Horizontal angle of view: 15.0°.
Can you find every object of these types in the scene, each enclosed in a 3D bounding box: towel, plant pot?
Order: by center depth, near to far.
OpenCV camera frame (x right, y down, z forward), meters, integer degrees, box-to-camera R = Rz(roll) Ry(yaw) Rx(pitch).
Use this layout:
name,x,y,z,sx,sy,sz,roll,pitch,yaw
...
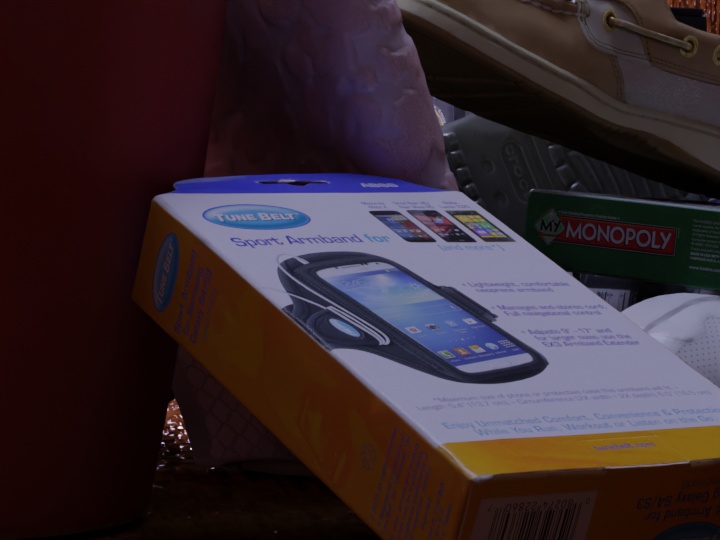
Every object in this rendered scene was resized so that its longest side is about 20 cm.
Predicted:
name,x,y,z,sx,sy,sz,roll,pitch,yaw
plant pot,-0.139,-0.008,0.883,0.199,0.178,0.200,0,1,0
towel,-0.029,-0.017,0.970,0.032,0.201,0.191,-27,15,-35

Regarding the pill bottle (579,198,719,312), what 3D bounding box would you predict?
name,x,y,z,sx,sy,sz,roll,pitch,yaw
pill bottle,0.155,0.019,1.160,0.106,0.107,0.200,-1,2,-14

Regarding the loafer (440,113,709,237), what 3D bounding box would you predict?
name,x,y,z,sx,sy,sz,roll,pitch,yaw
loafer,0.059,-0.035,1.086,0.199,0.076,0.070,-13,-5,-38

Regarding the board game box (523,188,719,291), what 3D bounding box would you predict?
name,x,y,z,sx,sy,sz,roll,pitch,yaw
board game box,0.174,-0.002,0.940,0.199,0.029,0.134,8,4,37

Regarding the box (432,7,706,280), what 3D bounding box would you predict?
name,x,y,z,sx,sy,sz,roll,pitch,yaw
box,0.102,-0.033,1.374,0.161,0.201,0.049,-1,0,-30

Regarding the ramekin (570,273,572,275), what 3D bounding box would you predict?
name,x,y,z,sx,sy,sz,roll,pitch,yaw
ramekin,0.000,0.000,1.232,0.200,0.098,0.200,-19,3,1

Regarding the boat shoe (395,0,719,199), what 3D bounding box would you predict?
name,x,y,z,sx,sy,sz,roll,pitch,yaw
boat shoe,0.080,-0.081,0.979,0.200,0.067,0.074,20,-8,-39

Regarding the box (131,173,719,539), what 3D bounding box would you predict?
name,x,y,z,sx,sy,sz,roll,pitch,yaw
box,0.021,0.025,0.804,0.119,0.042,0.200,-1,25,-35

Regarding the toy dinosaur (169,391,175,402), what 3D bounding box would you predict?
name,x,y,z,sx,sy,sz,roll,pitch,yaw
toy dinosaur,-0.122,0.040,1.065,0.088,0.048,0.200,-39,-37,27

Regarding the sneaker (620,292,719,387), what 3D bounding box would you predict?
name,x,y,z,sx,sy,sz,roll,pitch,yaw
sneaker,0.165,0.042,0.890,0.115,0.074,0.200,-3,-2,40
